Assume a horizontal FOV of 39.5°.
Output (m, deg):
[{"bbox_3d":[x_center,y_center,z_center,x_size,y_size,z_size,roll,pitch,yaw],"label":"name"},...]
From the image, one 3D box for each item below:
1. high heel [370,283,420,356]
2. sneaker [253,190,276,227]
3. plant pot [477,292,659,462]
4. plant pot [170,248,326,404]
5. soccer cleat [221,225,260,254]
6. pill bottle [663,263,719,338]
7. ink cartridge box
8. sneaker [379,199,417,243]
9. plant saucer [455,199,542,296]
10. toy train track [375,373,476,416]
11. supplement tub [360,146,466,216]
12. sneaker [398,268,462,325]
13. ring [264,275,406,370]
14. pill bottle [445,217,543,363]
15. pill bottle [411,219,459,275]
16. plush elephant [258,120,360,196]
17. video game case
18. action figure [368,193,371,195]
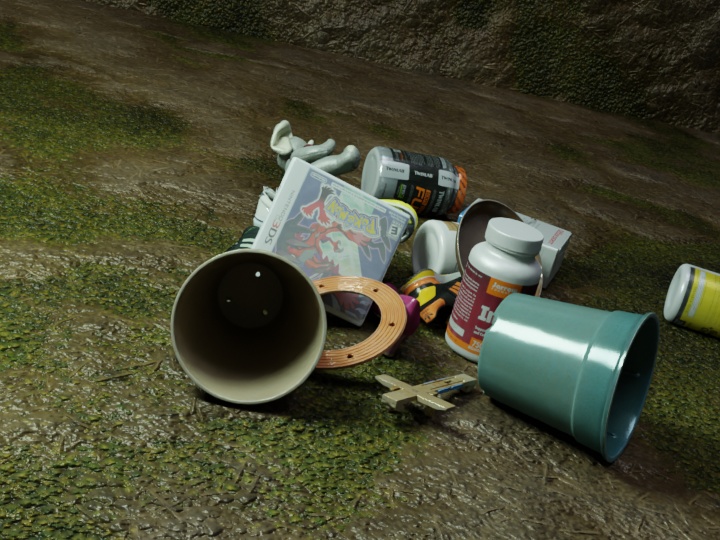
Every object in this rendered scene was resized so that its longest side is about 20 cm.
[{"bbox_3d":[0.062,0.045,1.499,0.067,0.097,0.200,25,22,-15],"label":"high heel"},{"bbox_3d":[-0.082,-0.080,1.608,0.198,0.072,0.073,13,22,15],"label":"sneaker"},{"bbox_3d":[0.275,0.126,1.347,0.195,0.203,0.200,18,20,29],"label":"plant pot"},{"bbox_3d":[-0.142,0.050,1.287,0.185,0.189,0.200,12,9,-8],"label":"plant pot"},{"bbox_3d":[-0.183,-0.019,1.549,0.080,0.068,0.200,9,25,-13],"label":"soccer cleat"},{"bbox_3d":[0.668,0.068,1.835,0.198,0.113,0.112,18,22,8],"label":"pill bottle"},{"bbox_3d":[0.288,-0.054,1.919,0.198,0.085,0.145,21,22,15],"label":"ink cartridge box"},{"bbox_3d":[-0.001,-0.092,1.648,0.197,0.075,0.085,7,20,-2],"label":"sneaker"},{"bbox_3d":[0.222,-0.016,1.650,0.199,0.202,0.032,-6,-12,-43],"label":"plant saucer"},{"bbox_3d":[0.092,0.168,1.328,0.114,0.033,0.199,21,15,34],"label":"toy train track"},{"bbox_3d":[0.110,-0.179,2.053,0.198,0.124,0.123,8,23,-17],"label":"supplement tub"},{"bbox_3d":[0.141,0.053,1.610,0.199,0.070,0.091,5,54,-53],"label":"sneaker"},{"bbox_3d":[-0.034,0.073,1.391,0.198,0.019,0.201,-6,36,4],"label":"ring"},{"bbox_3d":[0.204,0.030,1.498,0.112,0.202,0.113,12,21,-5],"label":"pill bottle"},{"bbox_3d":[0.198,-0.022,1.738,0.198,0.115,0.114,5,23,-26],"label":"pill bottle"},{"bbox_3d":[-0.098,-0.197,1.905,0.198,0.166,0.156,-10,50,0],"label":"plush elephant"},{"bbox_3d":[-0.049,-0.041,1.479,0.198,0.184,0.023,26,-3,-15],"label":"video game case"},{"bbox_3d":[-0.060,-0.039,1.532,0.198,0.100,0.065,-17,29,-17],"label":"action figure"}]
